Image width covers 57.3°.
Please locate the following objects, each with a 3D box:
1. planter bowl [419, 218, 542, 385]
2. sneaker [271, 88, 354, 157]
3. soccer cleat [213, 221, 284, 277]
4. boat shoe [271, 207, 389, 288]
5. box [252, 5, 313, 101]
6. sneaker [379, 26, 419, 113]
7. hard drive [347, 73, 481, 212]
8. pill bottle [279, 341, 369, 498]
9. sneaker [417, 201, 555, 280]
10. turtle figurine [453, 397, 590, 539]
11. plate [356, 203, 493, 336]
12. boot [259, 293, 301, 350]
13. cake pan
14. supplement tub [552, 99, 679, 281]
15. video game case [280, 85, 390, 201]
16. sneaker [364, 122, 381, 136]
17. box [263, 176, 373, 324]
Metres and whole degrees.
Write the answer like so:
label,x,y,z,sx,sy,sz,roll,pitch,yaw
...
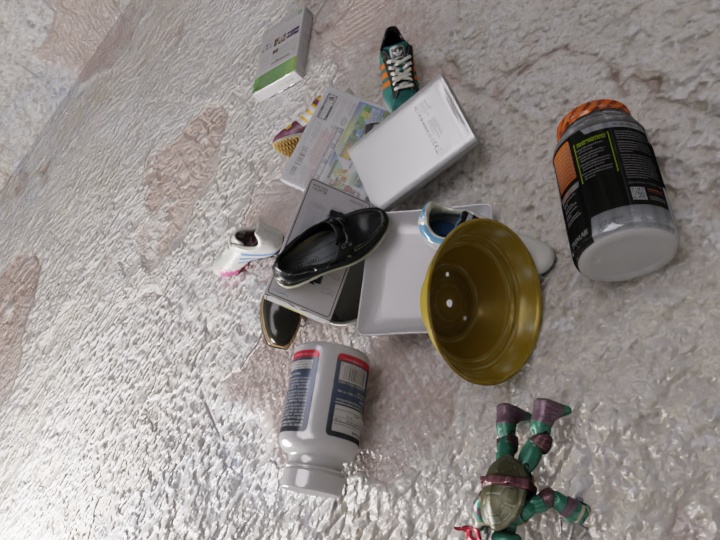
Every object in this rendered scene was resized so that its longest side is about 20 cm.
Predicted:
label,x,y,z,sx,sy,sz,roll,pitch,yaw
planter bowl,0.136,0.041,0.843,0.083,0.198,0.205,-7,61,57
sneaker,-0.090,-0.293,1.317,0.196,0.075,0.092,-14,60,27
soccer cleat,-0.239,-0.048,1.302,0.197,0.086,0.071,-21,54,33
boat shoe,-0.045,-0.043,0.980,0.196,0.066,0.076,-24,72,-3
box,-0.182,-0.509,1.549,0.142,0.036,0.204,-15,56,36
sneaker,0.066,-0.358,1.186,0.070,0.081,0.203,-11,52,-2
hard drive,0.080,-0.198,1.052,0.198,0.026,0.134,-35,66,25
pill bottle,-0.056,0.218,0.960,0.118,0.119,0.204,-10,60,38
sneaker,0.168,-0.041,0.903,0.196,0.073,0.073,19,68,21
turtle figurine,0.181,0.251,0.745,0.147,0.100,0.204,-7,57,40
plate,0.098,0.003,0.972,0.195,0.032,0.204,-3,65,22
boot,-0.117,0.018,1.117,0.139,0.076,0.204,130,148,-59
cake pan,0.000,0.000,1.090,0.198,0.036,0.204,-22,54,33
supplement tub,0.304,-0.101,0.805,0.121,0.122,0.204,-22,54,32
video game case,-0.030,-0.221,1.205,0.180,0.022,0.203,25,84,23
sneaker,0.091,-0.189,1.100,0.197,0.067,0.111,5,88,31
box,-0.068,-0.030,1.052,0.060,0.114,0.204,134,156,-77
